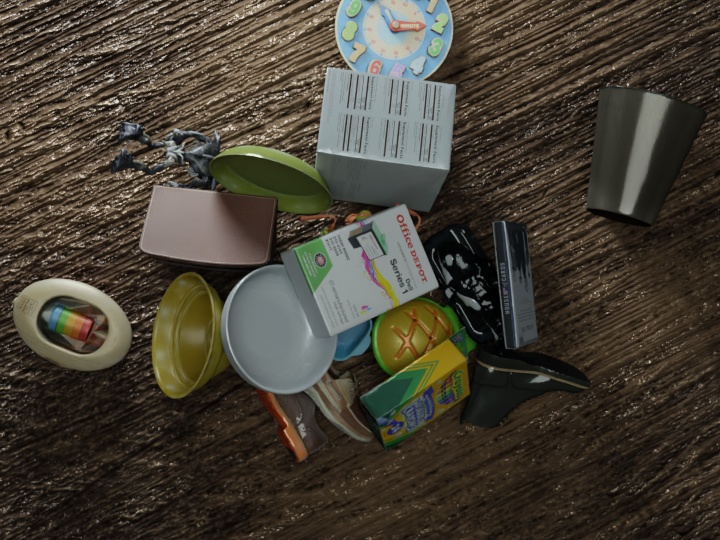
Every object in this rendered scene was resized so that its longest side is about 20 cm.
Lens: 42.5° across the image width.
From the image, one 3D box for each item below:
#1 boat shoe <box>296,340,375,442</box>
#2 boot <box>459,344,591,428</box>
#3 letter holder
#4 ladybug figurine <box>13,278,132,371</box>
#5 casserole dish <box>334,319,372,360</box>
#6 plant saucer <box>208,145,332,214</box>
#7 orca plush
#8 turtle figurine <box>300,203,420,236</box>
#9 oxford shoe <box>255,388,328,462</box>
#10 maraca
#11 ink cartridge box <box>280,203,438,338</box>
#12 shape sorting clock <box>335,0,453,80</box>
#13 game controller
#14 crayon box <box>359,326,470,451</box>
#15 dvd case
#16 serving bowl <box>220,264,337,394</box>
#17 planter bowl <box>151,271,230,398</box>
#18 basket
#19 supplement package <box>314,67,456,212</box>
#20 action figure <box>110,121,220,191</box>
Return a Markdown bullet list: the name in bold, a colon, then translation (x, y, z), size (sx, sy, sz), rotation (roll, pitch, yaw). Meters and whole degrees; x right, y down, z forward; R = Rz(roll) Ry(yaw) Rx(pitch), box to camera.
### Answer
- **boat shoe**: translation (-0.038, 0.196, 1.507), size (0.072, 0.076, 0.200), rotation (-44, 96, 9)
- **boot**: translation (0.269, 0.209, 1.545), size (0.200, 0.077, 0.138), rotation (15, 105, -9)
- **letter holder**: translation (-0.238, -0.042, 1.470), size (0.200, 0.101, 0.142), rotation (5, 53, -3)
- **ladybug figurine**: translation (-0.462, 0.086, 1.496), size (0.200, 0.072, 0.136), rotation (26, 87, -2)
- **casserole dish**: translation (-0.065, 0.061, 1.515), size (0.200, 0.039, 0.121), rotation (37, 122, 0)
- **plant saucer**: translation (-0.136, -0.145, 1.447), size (0.200, 0.200, 0.031), rotation (15, 72, -2)
- **orca plush**: translation (0.195, 0.038, 1.481), size (0.105, 0.071, 0.200), rotation (-17, 85, -21)
- **turtle figurine**: translation (-0.002, -0.031, 1.531), size (0.200, 0.064, 0.162), rotation (0, 95, -12)
- **oxford shoe**: translation (-0.119, 0.210, 1.521), size (0.073, 0.071, 0.200), rotation (-27, 96, -20)
- **maraca**: translation (0.106, 0.110, 1.515), size (0.200, 0.107, 0.137), rotation (-5, 90, -29)
- **ink cartridge box**: translation (0.000, 0.000, 1.431), size (0.200, 0.084, 0.145), rotation (-24, 93, -22)
- **shape sorting clock**: translation (0.057, -0.409, 1.561), size (0.200, 0.039, 0.200), rotation (0, 87, -3)
- **game controller**: translation (0.182, 0.021, 1.541), size (0.104, 0.042, 0.200), rotation (-30, 89, -22)
- **crayon box**: translation (0.102, 0.187, 1.452), size (0.200, 0.126, 0.052), rotation (-33, 58, -12)
- **dvd case**: translation (0.253, 0.022, 1.504), size (0.025, 0.150, 0.200), rotation (-6, 88, 23)
- **serving bowl**: translation (-0.134, 0.094, 1.434), size (0.200, 0.066, 0.200), rotation (10, 74, -36)
- **planter bowl**: translation (-0.251, 0.107, 1.480), size (0.083, 0.200, 0.201), rotation (10, 87, -38)
- **basket**: translation (0.456, -0.182, 1.532), size (0.180, 0.136, 0.200), rotation (15, 91, 1)
- **supplement package**: translation (0.033, -0.202, 1.465), size (0.200, 0.191, 0.147), rotation (7, 74, -4)
- **action figure**: translation (-0.298, -0.180, 1.506), size (0.200, 0.102, 0.119), rotation (11, 78, -29)
